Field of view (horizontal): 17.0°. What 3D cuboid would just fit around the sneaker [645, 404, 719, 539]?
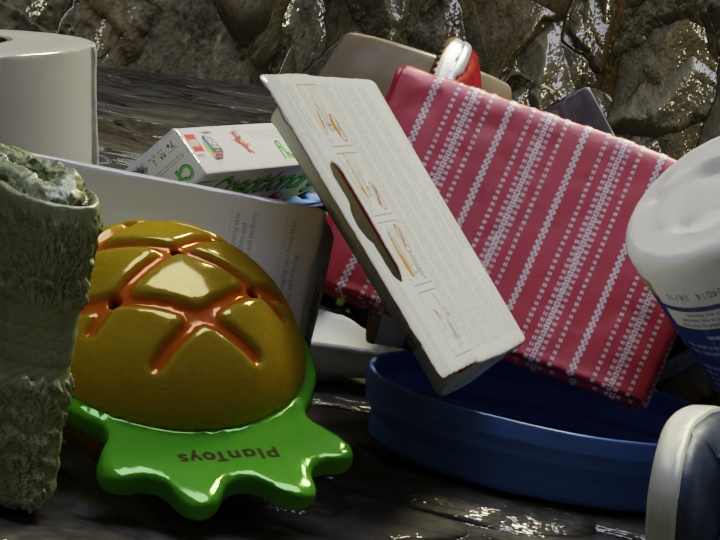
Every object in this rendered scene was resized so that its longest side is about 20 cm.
[{"bbox_3d":[0.197,0.103,1.114,0.084,0.075,0.200,9,6,29],"label":"sneaker"}]

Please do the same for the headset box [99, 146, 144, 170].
[{"bbox_3d":[-0.212,-0.046,1.680,0.148,0.075,0.200,9,7,-6],"label":"headset box"}]

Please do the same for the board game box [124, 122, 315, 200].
[{"bbox_3d":[-0.095,-0.035,1.383,0.035,0.126,0.200,55,23,10],"label":"board game box"}]

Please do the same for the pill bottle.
[{"bbox_3d":[0.229,0.032,1.234,0.200,0.111,0.111,54,-14,-25],"label":"pill bottle"}]

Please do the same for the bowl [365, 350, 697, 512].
[{"bbox_3d":[0.098,0.084,1.264,0.199,0.040,0.201,10,7,-1],"label":"bowl"}]

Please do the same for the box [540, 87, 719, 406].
[{"bbox_3d":[0.161,-0.003,1.396,0.048,0.159,0.200,-29,-17,6],"label":"box"}]

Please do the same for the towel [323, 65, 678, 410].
[{"bbox_3d":[0.083,-0.020,1.288,0.199,0.145,0.023,21,-21,11],"label":"towel"}]

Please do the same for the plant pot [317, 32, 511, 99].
[{"bbox_3d":[0.018,-0.057,1.595,0.199,0.174,0.200,18,0,0],"label":"plant pot"}]

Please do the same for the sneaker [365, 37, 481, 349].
[{"bbox_3d":[0.074,-0.035,1.357,0.112,0.201,0.071,13,-29,-2],"label":"sneaker"}]

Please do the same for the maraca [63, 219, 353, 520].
[{"bbox_3d":[-0.081,0.047,1.067,0.136,0.107,0.200,-6,33,-22],"label":"maraca"}]

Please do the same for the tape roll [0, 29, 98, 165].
[{"bbox_3d":[-0.255,-0.066,1.411,0.201,0.140,0.203,0,10,0],"label":"tape roll"}]

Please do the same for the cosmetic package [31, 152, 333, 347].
[{"bbox_3d":[-0.122,0.009,1.195,0.199,0.113,0.081,12,-9,4],"label":"cosmetic package"}]

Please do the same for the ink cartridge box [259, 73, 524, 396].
[{"bbox_3d":[0.005,-0.014,1.158,0.050,0.163,0.200,-32,-5,16],"label":"ink cartridge box"}]

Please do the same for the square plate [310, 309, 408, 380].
[{"bbox_3d":[-0.096,0.032,1.437,0.199,0.029,0.198,7,8,-27],"label":"square plate"}]

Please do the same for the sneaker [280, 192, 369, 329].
[{"bbox_3d":[0.000,0.000,1.407,0.198,0.083,0.071,-4,-20,-7],"label":"sneaker"}]

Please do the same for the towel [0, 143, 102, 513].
[{"bbox_3d":[-0.176,0.011,1.031,0.036,0.149,0.200,2,14,-37],"label":"towel"}]
